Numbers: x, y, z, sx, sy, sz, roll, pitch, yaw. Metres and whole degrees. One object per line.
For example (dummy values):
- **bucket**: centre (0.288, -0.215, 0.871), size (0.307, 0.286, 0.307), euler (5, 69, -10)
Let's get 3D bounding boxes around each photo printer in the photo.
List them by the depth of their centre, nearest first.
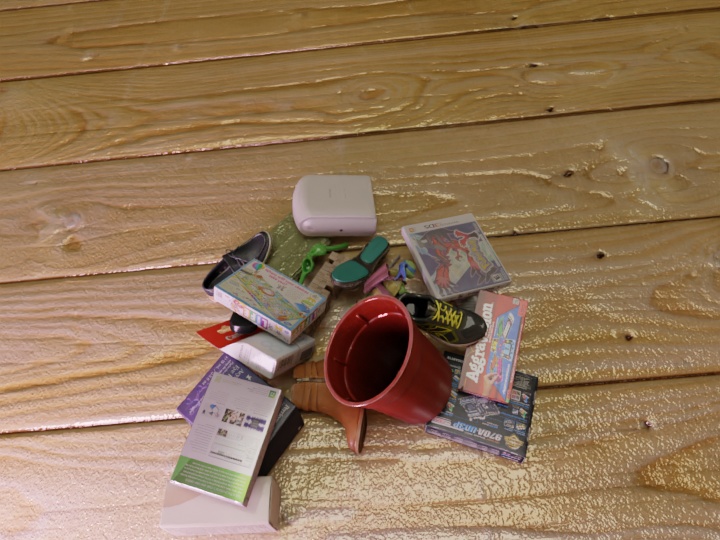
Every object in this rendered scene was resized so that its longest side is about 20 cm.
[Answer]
- **photo printer**: centre (-0.064, -0.155, 1.352), size (0.192, 0.071, 0.170), euler (0, 47, -6)

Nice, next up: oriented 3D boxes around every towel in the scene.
- **towel**: centre (-0.173, -0.042, 1.338), size (0.147, 0.037, 0.201), euler (33, 68, 23)

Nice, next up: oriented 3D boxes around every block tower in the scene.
- **block tower**: centre (-0.085, 0.050, 1.263), size (0.056, 0.055, 0.203), euler (23, 62, 18)

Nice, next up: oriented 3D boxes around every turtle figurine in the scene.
- **turtle figurine**: centre (0.060, 0.074, 1.226), size (0.193, 0.200, 0.145), euler (-42, 85, 2)

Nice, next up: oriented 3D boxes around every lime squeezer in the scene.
- **lime squeezer**: centre (-0.105, -0.014, 1.295), size (0.037, 0.071, 0.201), euler (28, 65, 26)

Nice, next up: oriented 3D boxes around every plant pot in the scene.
- **plant pot**: centre (0.065, 0.181, 1.061), size (0.197, 0.194, 0.206), euler (-23, 49, 29)

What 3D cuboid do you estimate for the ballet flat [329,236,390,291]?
- **ballet flat**: centre (0.000, 0.000, 1.261), size (0.067, 0.077, 0.199), euler (31, 46, 19)

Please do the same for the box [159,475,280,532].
- **box**: centre (-0.247, 0.424, 1.026), size (0.192, 0.096, 0.080), euler (-3, 57, 1)

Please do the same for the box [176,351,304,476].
- **box**: centre (-0.228, 0.283, 1.104), size (0.197, 0.106, 0.149), euler (30, 64, 21)

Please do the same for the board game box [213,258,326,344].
- **board game box**: centre (-0.186, 0.058, 1.181), size (0.196, 0.035, 0.134), euler (27, 38, 19)

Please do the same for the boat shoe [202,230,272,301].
- **boat shoe**: centre (-0.277, -0.013, 1.284), size (0.199, 0.062, 0.075), euler (-43, 62, -1)

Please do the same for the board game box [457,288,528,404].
- **board game box**: centre (0.260, 0.146, 1.116), size (0.100, 0.020, 0.206), euler (12, 73, 14)

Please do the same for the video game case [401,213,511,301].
- **video game case**: centre (0.202, -0.032, 1.222), size (0.176, 0.023, 0.204), euler (-11, 54, -16)

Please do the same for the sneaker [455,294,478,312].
- **sneaker**: centre (0.243, 0.033, 1.249), size (0.079, 0.075, 0.204), euler (7, 48, -26)

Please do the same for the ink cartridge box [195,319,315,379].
- **ink cartridge box**: centre (-0.210, 0.135, 1.168), size (0.196, 0.159, 0.049), euler (27, 108, 19)

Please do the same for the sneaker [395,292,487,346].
- **sneaker**: centre (0.148, 0.093, 1.092), size (0.193, 0.085, 0.077), euler (11, 73, 4)

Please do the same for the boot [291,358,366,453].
- **boot**: centre (-0.064, 0.265, 1.122), size (0.149, 0.075, 0.204), euler (-4, 46, 1)

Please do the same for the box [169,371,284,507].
- **box**: centre (-0.233, 0.295, 1.015), size (0.139, 0.037, 0.205), euler (11, 59, 12)

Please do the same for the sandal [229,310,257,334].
- **sandal**: centre (-0.235, 0.067, 1.217), size (0.072, 0.050, 0.202), euler (3, 23, -8)

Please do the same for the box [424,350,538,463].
- **box**: centre (0.236, 0.261, 1.111), size (0.193, 0.047, 0.163), euler (13, 61, 13)
